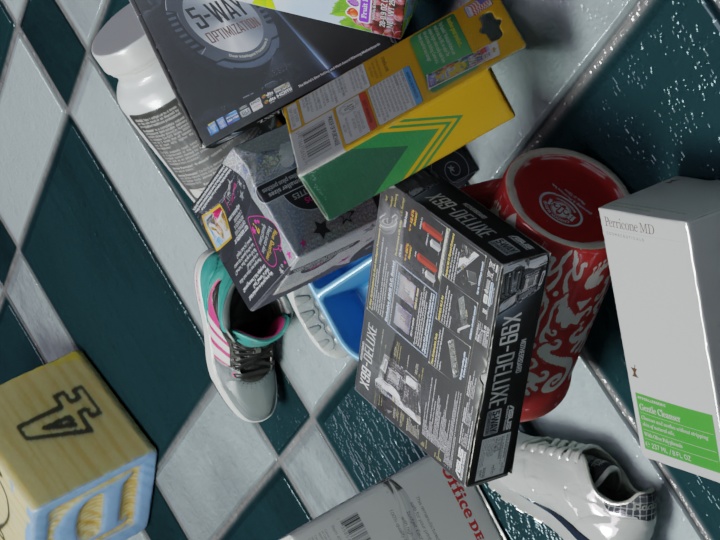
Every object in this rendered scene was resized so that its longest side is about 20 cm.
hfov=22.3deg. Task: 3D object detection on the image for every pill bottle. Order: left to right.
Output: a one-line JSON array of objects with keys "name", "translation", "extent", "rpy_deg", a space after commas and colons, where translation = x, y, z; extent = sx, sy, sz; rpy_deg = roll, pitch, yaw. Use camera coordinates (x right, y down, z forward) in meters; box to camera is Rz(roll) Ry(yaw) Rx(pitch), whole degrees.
[{"name": "pill bottle", "translation": [-0.158, -0.158, 1.722], "extent": [0.116, 0.116, 0.200], "rpy_deg": [15, 148, 53]}]

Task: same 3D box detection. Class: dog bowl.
[{"name": "dog bowl", "translation": [0.000, 0.000, 1.706], "extent": [0.111, 0.049, 0.201], "rpy_deg": [-32, 82, 33]}]

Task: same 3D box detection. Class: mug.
[{"name": "mug", "translation": [0.117, 0.005, 1.463], "extent": [0.201, 0.176, 0.134], "rpy_deg": [111, 170, -46]}]

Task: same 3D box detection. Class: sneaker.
[{"name": "sneaker", "translation": [-0.115, 0.077, 1.965], "extent": [0.121, 0.083, 0.202], "rpy_deg": [18, 125, 64]}, {"name": "sneaker", "translation": [-0.053, -0.008, 1.807], "extent": [0.202, 0.076, 0.080], "rpy_deg": [68, 161, 4]}, {"name": "sneaker", "translation": [0.180, 0.178, 1.590], "extent": [0.199, 0.076, 0.081], "rpy_deg": [32, 125, 37]}]

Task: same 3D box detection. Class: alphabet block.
[{"name": "alphabet block", "translation": [-0.410, 0.265, 2.456], "extent": [0.200, 0.195, 0.196], "rpy_deg": [47, 144, 28]}]

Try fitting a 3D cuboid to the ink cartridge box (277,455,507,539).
[{"name": "ink cartridge box", "translation": [0.032, 0.280, 1.757], "extent": [0.148, 0.199, 0.083], "rpy_deg": [62, 153, 5]}]

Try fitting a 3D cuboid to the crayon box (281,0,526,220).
[{"name": "crayon box", "translation": [0.041, -0.132, 1.433], "extent": [0.052, 0.199, 0.126], "rpy_deg": [56, -171, -29]}]

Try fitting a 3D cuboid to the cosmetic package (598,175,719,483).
[{"name": "cosmetic package", "translation": [0.252, 0.041, 1.334], "extent": [0.107, 0.084, 0.202], "rpy_deg": [12, 120, 60]}]

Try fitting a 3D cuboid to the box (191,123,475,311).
[{"name": "box", "translation": [-0.023, -0.070, 1.584], "extent": [0.115, 0.199, 0.132], "rpy_deg": [58, 150, 8]}]

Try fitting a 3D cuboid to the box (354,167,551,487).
[{"name": "box", "translation": [0.067, 0.044, 1.427], "extent": [0.158, 0.049, 0.202], "rpy_deg": [38, 131, 45]}]

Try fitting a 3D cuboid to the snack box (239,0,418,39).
[{"name": "snack box", "translation": [-0.029, -0.303, 1.473], "extent": [0.167, 0.068, 0.201], "rpy_deg": [15, 131, 8]}]

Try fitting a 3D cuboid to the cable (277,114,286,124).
[{"name": "cable", "translation": [-0.063, -0.195, 1.703], "extent": [0.098, 0.050, 0.200], "rpy_deg": [57, 149, 3]}]

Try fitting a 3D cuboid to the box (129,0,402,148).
[{"name": "box", "translation": [-0.084, -0.222, 1.594], "extent": [0.161, 0.199, 0.044], "rpy_deg": [65, -169, 1]}]
